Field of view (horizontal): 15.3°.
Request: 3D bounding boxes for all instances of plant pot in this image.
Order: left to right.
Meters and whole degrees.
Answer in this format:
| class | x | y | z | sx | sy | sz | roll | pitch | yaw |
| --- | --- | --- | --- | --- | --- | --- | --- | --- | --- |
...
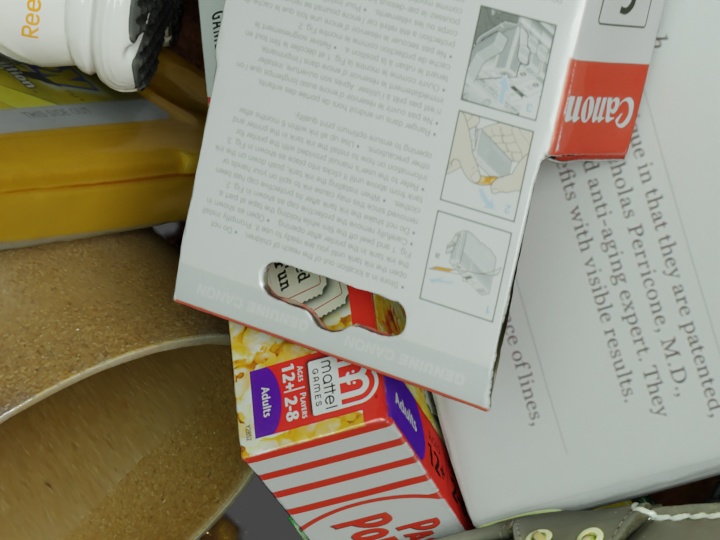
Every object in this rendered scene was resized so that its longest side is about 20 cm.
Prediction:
| class | x | y | z | sx | sy | sz | roll | pitch | yaw |
| --- | --- | --- | --- | --- | --- | --- | --- | --- | --- |
| plant pot | -0.155 | 0.013 | 0.900 | 0.186 | 0.186 | 0.200 | -42 | 67 | 8 |

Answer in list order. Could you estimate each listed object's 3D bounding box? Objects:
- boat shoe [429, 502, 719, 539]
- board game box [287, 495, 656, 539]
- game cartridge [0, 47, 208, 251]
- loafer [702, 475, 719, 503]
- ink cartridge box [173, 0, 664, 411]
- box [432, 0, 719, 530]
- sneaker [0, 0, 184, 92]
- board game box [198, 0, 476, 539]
| class | x | y | z | sx | sy | sz | roll | pitch | yaw |
| --- | --- | --- | --- | --- | --- | --- | --- | --- | --- |
| boat shoe | 0.053 | 0.100 | 0.722 | 0.201 | 0.060 | 0.073 | -19 | 60 | 38 |
| board game box | 0.075 | 0.130 | 0.913 | 0.105 | 0.023 | 0.200 | -40 | 81 | 6 |
| game cartridge | -0.132 | -0.068 | 0.859 | 0.176 | 0.200 | 0.033 | 34 | 112 | 22 |
| loafer | 0.098 | 0.117 | 0.833 | 0.063 | 0.200 | 0.072 | 25 | 124 | 26 |
| ink cartridge box | 0.023 | -0.075 | 0.709 | 0.108 | 0.050 | 0.201 | 18 | 103 | 29 |
| box | 0.105 | -0.042 | 0.806 | 0.130 | 0.199 | 0.201 | -18 | 84 | 31 |
| sneaker | -0.094 | -0.107 | 0.865 | 0.079 | 0.200 | 0.074 | 8 | 101 | 1 |
| board game box | 0.000 | 0.000 | 0.827 | 0.046 | 0.152 | 0.201 | -16 | 56 | 12 |
